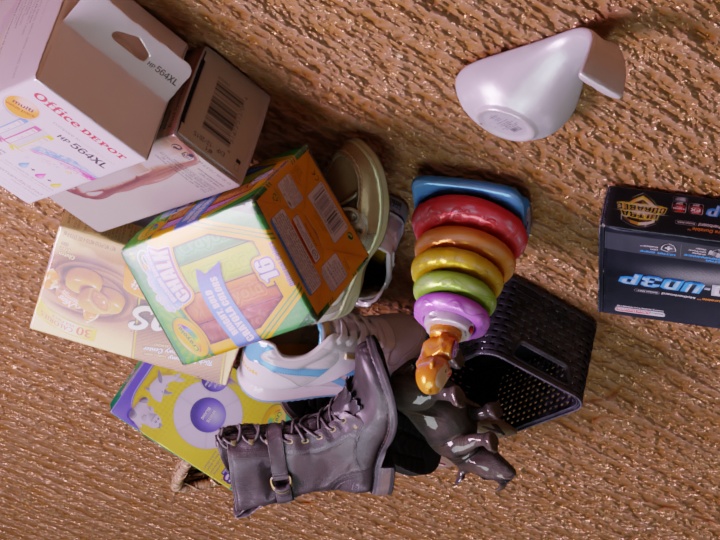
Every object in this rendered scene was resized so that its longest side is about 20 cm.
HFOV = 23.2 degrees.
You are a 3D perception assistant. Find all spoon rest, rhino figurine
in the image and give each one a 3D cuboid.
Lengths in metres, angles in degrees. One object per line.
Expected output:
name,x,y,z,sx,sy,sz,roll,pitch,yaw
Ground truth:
spoon rest,0.148,-0.150,1.405,0.099,0.061,0.200,28,163,-20
rhino figurine,0.097,0.156,1.750,0.087,0.060,0.200,-7,134,34

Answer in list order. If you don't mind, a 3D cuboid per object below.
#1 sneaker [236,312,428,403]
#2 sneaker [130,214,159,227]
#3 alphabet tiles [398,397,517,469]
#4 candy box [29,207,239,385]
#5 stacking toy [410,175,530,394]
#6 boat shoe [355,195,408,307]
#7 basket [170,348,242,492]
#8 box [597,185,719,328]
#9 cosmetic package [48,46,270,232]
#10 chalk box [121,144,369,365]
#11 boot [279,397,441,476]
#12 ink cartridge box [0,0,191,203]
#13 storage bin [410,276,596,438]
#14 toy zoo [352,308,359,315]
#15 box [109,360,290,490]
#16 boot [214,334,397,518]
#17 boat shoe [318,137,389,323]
sneaker,-0.021,0.075,1.730,0.199,0.077,0.081,-11,143,-24
sneaker,-0.209,-0.043,1.726,0.087,0.075,0.200,-29,116,2
alphabet tiles,0.063,0.167,1.861,0.167,0.008,0.200,33,147,-30
candy box,-0.204,0.024,1.682,0.199,0.055,0.116,17,115,-10
stacking toy,0.084,0.021,1.577,0.109,0.201,0.116,9,151,11
boat shoe,0.000,0.000,1.717,0.071,0.070,0.200,18,152,-7
basket,-0.125,0.186,2.033,0.142,0.149,0.200,19,151,-8
box,0.315,-0.005,1.581,0.199,0.046,0.159,8,151,11
cosmetic package,-0.187,-0.115,1.567,0.200,0.104,0.087,-17,138,42
chalk box,-0.119,-0.007,1.560,0.199,0.124,0.125,-21,107,32
boot,-0.033,0.172,1.839,0.200,0.078,0.138,33,152,-28
ink cartridge box,-0.253,-0.159,1.491,0.200,0.126,0.128,-15,140,44
storage bin,0.131,0.094,1.802,0.135,0.094,0.200,28,148,-23
toy zoo,-0.112,0.048,1.826,0.131,0.021,0.200,6,174,-37
box,-0.156,0.156,1.886,0.200,0.118,0.048,34,-179,-13
boot,-0.054,0.157,1.701,0.173,0.069,0.201,-4,120,-6
boat shoe,-0.028,-0.030,1.610,0.073,0.063,0.201,47,137,29
